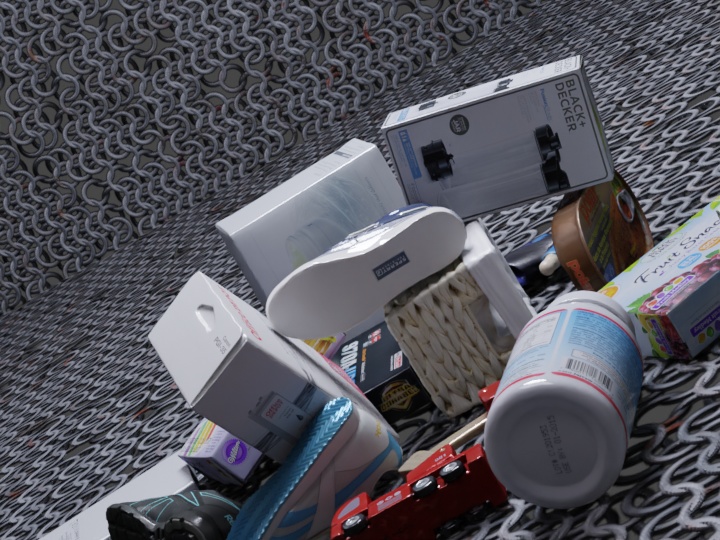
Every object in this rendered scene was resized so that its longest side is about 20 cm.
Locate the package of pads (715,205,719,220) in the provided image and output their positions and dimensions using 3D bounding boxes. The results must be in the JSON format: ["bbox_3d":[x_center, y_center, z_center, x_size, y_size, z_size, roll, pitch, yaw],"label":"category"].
[{"bbox_3d":[0.377,-0.051,1.240,0.154,0.068,0.200,-32,14,-3],"label":"package of pads"}]

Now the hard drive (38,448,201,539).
[{"bbox_3d":[-0.264,0.269,1.752,0.200,0.026,0.132,-32,14,-5],"label":"hard drive"}]

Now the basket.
[{"bbox_3d":[0.097,0.039,1.581,0.123,0.136,0.200,-31,13,5],"label":"basket"}]

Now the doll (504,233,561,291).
[{"bbox_3d":[0.172,-0.003,1.748,0.199,0.049,0.136,-28,4,-16],"label":"doll"}]

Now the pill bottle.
[{"bbox_3d":[0.166,0.093,1.291,0.108,0.109,0.200,-24,14,24],"label":"pill bottle"}]

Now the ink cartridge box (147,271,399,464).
[{"bbox_3d":[-0.081,0.105,1.480,0.083,0.200,0.147,-51,33,5],"label":"ink cartridge box"}]

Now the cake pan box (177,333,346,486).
[{"bbox_3d":[-0.104,0.131,1.685,0.184,0.052,0.200,-53,9,-13],"label":"cake pan box"}]

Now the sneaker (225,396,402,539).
[{"bbox_3d":[-0.046,0.209,1.409,0.200,0.081,0.077,-50,22,6],"label":"sneaker"}]

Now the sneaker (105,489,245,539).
[{"bbox_3d":[-0.172,0.250,1.567,0.079,0.076,0.200,-24,13,-38],"label":"sneaker"}]

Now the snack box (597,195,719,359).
[{"bbox_3d":[0.307,0.000,1.443,0.200,0.053,0.142,-36,13,-21],"label":"snack box"}]

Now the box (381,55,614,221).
[{"bbox_3d":[0.133,-0.120,1.568,0.199,0.117,0.060,-15,15,13],"label":"box"}]

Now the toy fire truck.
[{"bbox_3d":[0.066,0.169,1.360,0.200,0.049,0.141,-30,13,7],"label":"toy fire truck"}]

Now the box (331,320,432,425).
[{"bbox_3d":[-0.005,0.121,1.683,0.159,0.046,0.200,-30,13,10],"label":"box"}]

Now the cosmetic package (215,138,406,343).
[{"bbox_3d":[-0.029,-0.015,1.895,0.200,0.200,0.123,-32,13,-6],"label":"cosmetic package"}]

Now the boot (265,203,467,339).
[{"bbox_3d":[0.000,0.000,1.515,0.199,0.073,0.090,-25,13,-9],"label":"boot"}]

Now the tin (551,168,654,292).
[{"bbox_3d":[0.235,-0.033,1.588,0.042,0.112,0.200,-23,15,27],"label":"tin"}]
